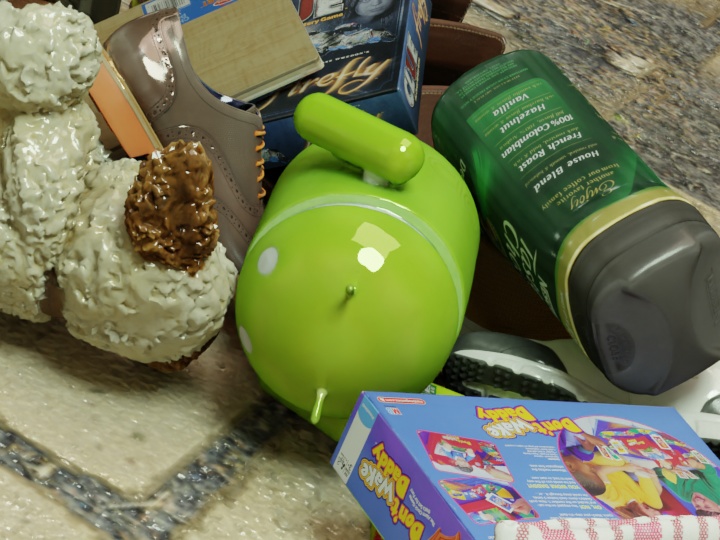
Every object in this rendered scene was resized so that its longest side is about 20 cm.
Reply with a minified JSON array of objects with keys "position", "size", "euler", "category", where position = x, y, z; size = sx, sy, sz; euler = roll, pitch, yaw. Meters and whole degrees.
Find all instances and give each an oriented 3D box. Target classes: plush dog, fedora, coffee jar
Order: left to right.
[{"position":[-0.142,-0.017,1.209],"size":[0.171,0.200,0.161],"euler":[25,66,10],"category":"plush dog"},{"position":[0.105,0.001,1.402],"size":[0.200,0.082,0.201],"euler":[5,28,-2],"category":"fedora"},{"position":[0.118,-0.026,1.280],"size":[0.085,0.104,0.200],"euler":[-29,43,-9],"category":"coffee jar"}]

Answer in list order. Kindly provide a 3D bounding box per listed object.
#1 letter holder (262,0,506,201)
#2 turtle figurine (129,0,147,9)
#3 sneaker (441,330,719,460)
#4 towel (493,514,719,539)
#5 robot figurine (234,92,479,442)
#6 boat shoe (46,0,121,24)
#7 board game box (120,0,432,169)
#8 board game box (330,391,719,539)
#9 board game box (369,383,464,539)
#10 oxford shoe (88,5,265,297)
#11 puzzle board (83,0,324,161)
[{"position":[0.016,-0.126,1.546],"size":[0.200,0.143,0.101],"euler":[-3,36,-44],"category":"letter holder"},{"position":[-0.108,-0.189,1.545],"size":[0.064,0.200,0.162],"euler":[39,44,-24],"category":"turtle figurine"},{"position":[0.142,0.069,1.304],"size":[0.199,0.074,0.080],"euler":[16,50,3],"category":"sneaker"},{"position":[0.140,0.182,1.076],"size":[0.199,0.147,0.030],"euler":[3,-7,-35],"category":"towel"},{"position":[0.000,0.000,1.240],"size":[0.115,0.176,0.200],"euler":[13,26,2],"category":"robot figurine"},{"position":[-0.206,-0.195,1.503],"size":[0.068,0.072,0.200],"euler":[10,-18,11],"category":"boat shoe"},{"position":[-0.061,-0.109,1.404],"size":[0.199,0.035,0.136],"euler":[-13,36,16],"category":"board game box"},{"position":[0.103,0.119,1.154],"size":[0.199,0.045,0.135],"euler":[6,31,-34],"category":"board game box"},{"position":[0.059,0.135,1.193],"size":[0.101,0.048,0.200],"euler":[21,25,-6],"category":"board game box"},{"position":[-0.074,-0.050,1.314],"size":[0.200,0.073,0.071],"euler":[56,-2,-18],"category":"oxford shoe"},{"position":[-0.128,-0.111,1.402],"size":[0.199,0.017,0.151],"euler":[-24,34,-1],"category":"puzzle board"}]
